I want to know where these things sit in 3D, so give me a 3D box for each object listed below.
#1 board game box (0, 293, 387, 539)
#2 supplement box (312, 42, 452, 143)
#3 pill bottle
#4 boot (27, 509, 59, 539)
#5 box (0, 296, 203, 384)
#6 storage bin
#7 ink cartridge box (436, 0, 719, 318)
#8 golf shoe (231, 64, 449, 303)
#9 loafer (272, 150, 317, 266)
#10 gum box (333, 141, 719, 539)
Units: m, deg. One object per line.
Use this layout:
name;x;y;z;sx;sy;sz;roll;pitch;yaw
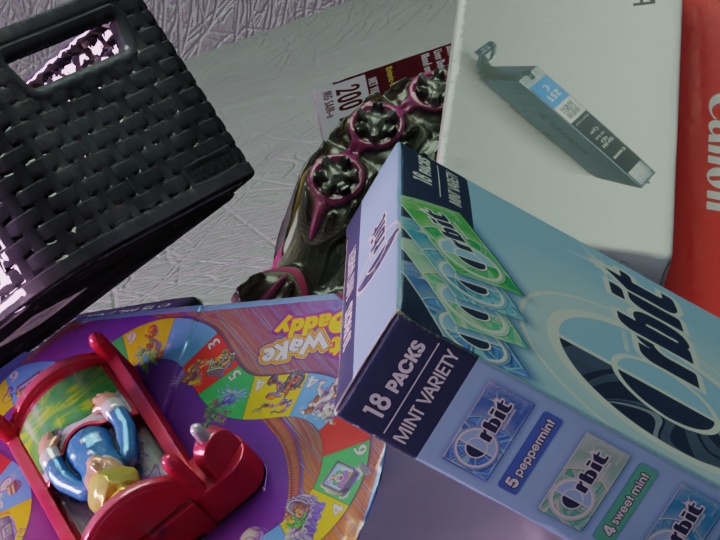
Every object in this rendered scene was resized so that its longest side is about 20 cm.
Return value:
board game box;-0.086;0.066;0.871;0.199;0.039;0.159;-5;52;31
supplement box;0.084;-0.064;1.117;0.199;0.061;0.109;-18;35;4
pill bottle;0.050;0.073;0.950;0.112;0.113;0.200;-13;12;14
boot;-0.120;0.131;0.939;0.199;0.108;0.075;-16;13;12
box;-0.164;0.099;1.140;0.147;0.105;0.200;-10;13;26
storage bin;-0.156;-0.014;0.980;0.200;0.094;0.135;-33;-1;38
ink cartridge box;0.121;-0.063;0.995;0.175;0.045;0.201;8;48;1
golf shoe;0.000;0.000;1.032;0.200;0.072;0.092;-52;-18;-18
loafer;-0.015;0.005;1.177;0.072;0.073;0.200;-9;22;-4
gum box;0.088;0.045;0.834;0.045;0.199;0.170;-59;9;19
